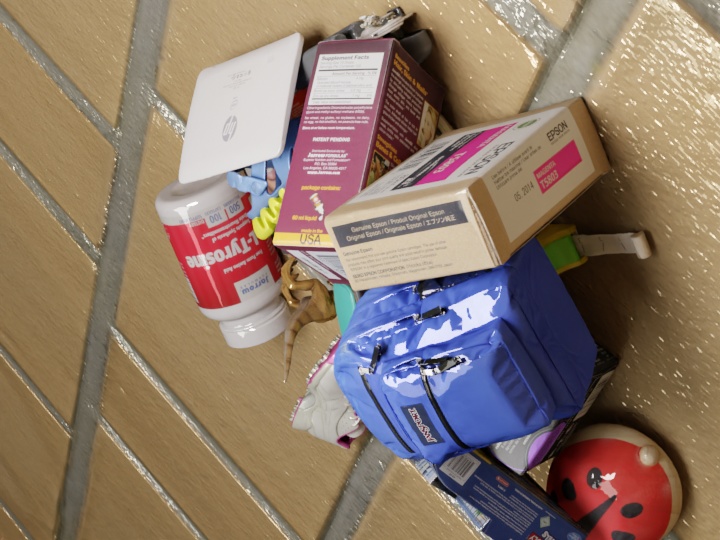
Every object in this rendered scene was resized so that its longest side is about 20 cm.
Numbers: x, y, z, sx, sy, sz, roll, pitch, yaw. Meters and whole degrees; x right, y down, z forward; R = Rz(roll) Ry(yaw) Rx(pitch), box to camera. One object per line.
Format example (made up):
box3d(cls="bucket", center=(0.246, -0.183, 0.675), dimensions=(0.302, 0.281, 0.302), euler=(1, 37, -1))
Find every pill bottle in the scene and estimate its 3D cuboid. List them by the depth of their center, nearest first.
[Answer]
box3d(cls="pill bottle", center=(-0.155, -0.015, 1.946), dimensions=(0.112, 0.112, 0.201), euler=(8, 127, 52))

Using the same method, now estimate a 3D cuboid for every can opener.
box3d(cls="can opener", center=(-0.008, -0.207, 1.603), dimensions=(0.200, 0.052, 0.067), euler=(-9, 111, 58))

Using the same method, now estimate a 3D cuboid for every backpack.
box3d(cls="backpack", center=(0.075, 0.075, 1.433), dimensions=(0.199, 0.168, 0.163), euler=(-17, 112, 30))

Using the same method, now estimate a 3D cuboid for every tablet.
box3d(cls="tablet", center=(-0.125, -0.163, 1.699), dimensions=(0.199, 0.014, 0.131), euler=(-10, 66, 54))

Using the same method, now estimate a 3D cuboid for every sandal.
box3d(cls="sandal", center=(-0.073, -0.119, 1.676), dimensions=(0.087, 0.079, 0.200), euler=(44, 125, 2))

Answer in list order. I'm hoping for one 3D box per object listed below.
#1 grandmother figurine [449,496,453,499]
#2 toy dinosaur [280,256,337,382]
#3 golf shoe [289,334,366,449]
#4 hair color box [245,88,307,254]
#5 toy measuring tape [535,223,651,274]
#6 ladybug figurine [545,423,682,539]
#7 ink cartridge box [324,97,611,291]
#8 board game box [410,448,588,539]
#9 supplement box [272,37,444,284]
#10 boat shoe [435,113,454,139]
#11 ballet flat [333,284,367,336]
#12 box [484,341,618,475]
box3d(cls="grandmother figurine", center=(0.090, 0.176, 1.839), dimensions=(0.201, 0.060, 0.121), euler=(60, 178, -13))
box3d(cls="toy dinosaur", center=(-0.049, 0.038, 1.783), dimensions=(0.106, 0.200, 0.061), euler=(40, 124, 20))
box3d(cls="golf shoe", center=(-0.021, 0.145, 1.966), dimensions=(0.091, 0.075, 0.200), euler=(34, 149, 7))
box3d(cls="hair color box", center=(-0.076, -0.117, 1.783), dimensions=(0.101, 0.061, 0.201), euler=(3, 121, 55))
box3d(cls="toy measuring tape", center=(0.175, -0.010, 1.513), dimensions=(0.199, 0.073, 0.074), euler=(2, 121, 55))
box3d(cls="ladybug figurine", center=(0.242, 0.225, 1.633), dimensions=(0.136, 0.072, 0.200), euler=(39, 147, 12))
box3d(cls="ink cartridge box", center=(0.093, -0.065, 1.418), dimensions=(0.164, 0.200, 0.076), euler=(-12, 108, 42))
box3d(cls="board game box", center=(0.101, 0.188, 1.629), dimensions=(0.200, 0.062, 0.200), euler=(38, -177, -26))
box3d(cls="supplement box", center=(0.001, -0.098, 1.516), dimensions=(0.085, 0.202, 0.110), euler=(2, 162, 31))
box3d(cls="boat shoe", center=(0.061, -0.104, 1.589), dimensions=(0.200, 0.065, 0.072), euler=(47, 152, 18))
box3d(cls="ballet flat", center=(0.000, 0.000, 1.684), dimensions=(0.073, 0.073, 0.201), euler=(12, 123, 50))
box3d(cls="box", center=(0.124, 0.080, 1.575), dimensions=(0.200, 0.106, 0.123), euler=(38, 109, 17))
